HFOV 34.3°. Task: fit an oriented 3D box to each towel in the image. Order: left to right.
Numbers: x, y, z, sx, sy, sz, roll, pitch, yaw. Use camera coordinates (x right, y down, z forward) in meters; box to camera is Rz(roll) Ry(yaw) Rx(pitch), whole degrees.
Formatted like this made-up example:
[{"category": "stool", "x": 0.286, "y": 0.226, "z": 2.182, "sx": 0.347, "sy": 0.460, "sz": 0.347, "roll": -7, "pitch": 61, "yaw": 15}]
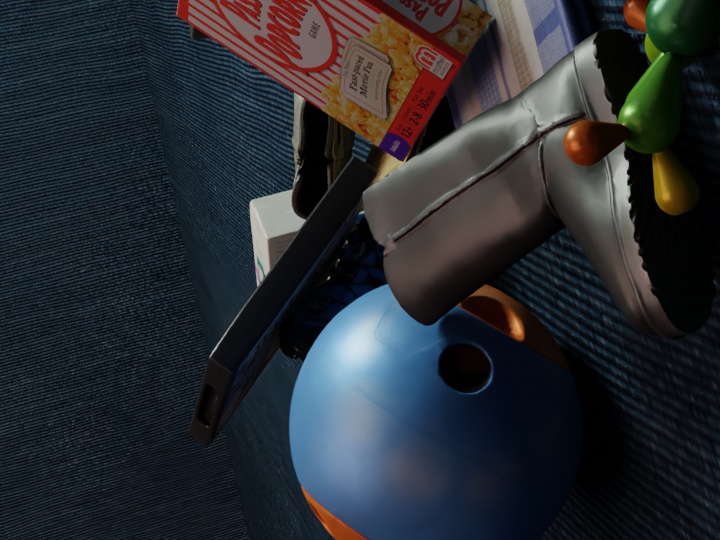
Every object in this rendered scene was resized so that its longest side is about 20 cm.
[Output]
[{"category": "towel", "x": 0.092, "y": -0.150, "z": 0.743, "sx": 0.200, "sy": 0.024, "sz": 0.149, "roll": 134, "pitch": 122, "yaw": -71}]

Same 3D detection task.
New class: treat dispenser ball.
[{"category": "treat dispenser ball", "x": 0.050, "y": 0.105, "z": 0.789, "sx": 0.201, "sy": 0.198, "sz": 0.204, "roll": 165, "pitch": 90, "yaw": -76}]

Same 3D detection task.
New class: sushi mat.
[{"category": "sushi mat", "x": 0.026, "y": -0.095, "z": 0.965, "sx": 0.097, "sy": 0.012, "sz": 0.200, "roll": -65, "pitch": 10, "yaw": -10}]

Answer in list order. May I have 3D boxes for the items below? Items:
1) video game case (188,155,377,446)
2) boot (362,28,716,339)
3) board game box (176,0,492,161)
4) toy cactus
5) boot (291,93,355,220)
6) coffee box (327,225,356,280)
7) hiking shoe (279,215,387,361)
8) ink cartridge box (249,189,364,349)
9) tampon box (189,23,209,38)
[{"category": "video game case", "x": -0.064, "y": 0.028, "z": 0.915, "sx": 0.025, "sy": 0.201, "sz": 0.181, "roll": 33, "pitch": 153, "yaw": 3}, {"category": "boot", "x": 0.087, "y": -0.013, "z": 0.644, "sx": 0.199, "sy": 0.065, "sz": 0.167, "roll": -30, "pitch": 60, "yaw": 44}, {"category": "board game box", "x": -0.025, "y": -0.173, "z": 0.787, "sx": 0.199, "sy": 0.047, "sz": 0.152, "roll": 33, "pitch": 157, "yaw": 0}, {"category": "toy cactus", "x": 0.135, "y": -0.128, "z": 0.492, "sx": 0.166, "sy": 0.101, "sz": 0.201, "roll": 105, "pitch": 158, "yaw": -44}, {"category": "boot", "x": -0.029, "y": -0.142, "z": 1.014, "sx": 0.131, "sy": 0.067, "sz": 0.203, "roll": 33, "pitch": -122, "yaw": -89}, {"category": "coffee box", "x": 0.026, "y": 0.068, "z": 1.033, "sx": 0.113, "sy": 0.079, "sz": 0.203, "roll": 123, "pitch": 140, "yaw": -72}, {"category": "hiking shoe", "x": 0.000, "y": 0.000, "z": 0.912, "sx": 0.074, "sy": 0.200, "sz": 0.088, "roll": 10, "pitch": 121, "yaw": 34}, {"category": "ink cartridge box", "x": -0.050, "y": 0.007, "z": 1.248, "sx": 0.068, "sy": 0.115, "sz": 0.202, "roll": -120, "pitch": 20, "yaw": -44}, {"category": "tampon box", "x": -0.084, "y": -0.315, "z": 0.963, "sx": 0.150, "sy": 0.124, "sz": 0.202, "roll": 110, "pitch": 154, "yaw": -57}]
